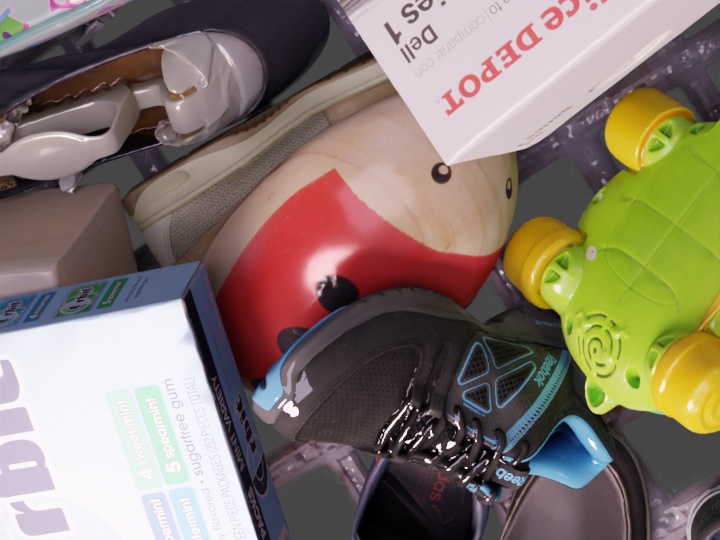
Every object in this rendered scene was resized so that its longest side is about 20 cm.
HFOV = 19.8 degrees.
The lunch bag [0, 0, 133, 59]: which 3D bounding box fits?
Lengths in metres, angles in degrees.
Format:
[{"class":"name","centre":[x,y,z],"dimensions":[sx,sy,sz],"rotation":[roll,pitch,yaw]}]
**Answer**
[{"class":"lunch bag","centre":[-0.171,-0.201,0.978],"dimensions":[0.159,0.077,0.201],"rotation":[-20,96,25]}]

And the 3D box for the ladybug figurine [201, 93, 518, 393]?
[{"class":"ladybug figurine","centre":[0.000,0.000,0.946],"dimensions":[0.200,0.135,0.072],"rotation":[-49,51,37]}]

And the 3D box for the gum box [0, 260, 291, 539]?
[{"class":"gum box","centre":[-0.142,0.096,0.920],"dimensions":[0.198,0.045,0.171],"rotation":[-11,112,14]}]

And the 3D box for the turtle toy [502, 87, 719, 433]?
[{"class":"turtle toy","centre":[0.170,-0.013,0.925],"dimensions":[0.200,0.101,0.146],"rotation":[-51,46,4]}]

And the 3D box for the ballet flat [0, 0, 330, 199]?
[{"class":"ballet flat","centre":[-0.106,-0.079,0.977],"dimensions":[0.198,0.073,0.074],"rotation":[-16,95,0]}]

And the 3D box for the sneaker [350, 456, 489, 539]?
[{"class":"sneaker","centre":[0.020,0.157,0.998],"dimensions":[0.074,0.085,0.202],"rotation":[9,100,10]}]

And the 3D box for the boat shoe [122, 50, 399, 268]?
[{"class":"boat shoe","centre":[-0.020,-0.055,0.982],"dimensions":[0.200,0.073,0.063],"rotation":[-27,96,17]}]

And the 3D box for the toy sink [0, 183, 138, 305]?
[{"class":"toy sink","centre":[-0.169,0.072,1.002],"dimensions":[0.129,0.112,0.201],"rotation":[-6,112,14]}]

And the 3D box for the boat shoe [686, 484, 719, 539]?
[{"class":"boat shoe","centre":[0.249,0.150,0.962],"dimensions":[0.198,0.057,0.069],"rotation":[14,101,10]}]

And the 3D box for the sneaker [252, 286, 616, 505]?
[{"class":"sneaker","centre":[0.041,0.058,0.908],"dimensions":[0.073,0.199,0.082],"rotation":[-50,57,34]}]

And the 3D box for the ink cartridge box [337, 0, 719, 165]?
[{"class":"ink cartridge box","centre":[0.049,-0.165,0.846],"dimensions":[0.146,0.084,0.201],"rotation":[-38,81,30]}]

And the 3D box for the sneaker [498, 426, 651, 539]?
[{"class":"sneaker","centre":[0.090,0.177,0.974],"dimensions":[0.074,0.106,0.202],"rotation":[13,101,10]}]
